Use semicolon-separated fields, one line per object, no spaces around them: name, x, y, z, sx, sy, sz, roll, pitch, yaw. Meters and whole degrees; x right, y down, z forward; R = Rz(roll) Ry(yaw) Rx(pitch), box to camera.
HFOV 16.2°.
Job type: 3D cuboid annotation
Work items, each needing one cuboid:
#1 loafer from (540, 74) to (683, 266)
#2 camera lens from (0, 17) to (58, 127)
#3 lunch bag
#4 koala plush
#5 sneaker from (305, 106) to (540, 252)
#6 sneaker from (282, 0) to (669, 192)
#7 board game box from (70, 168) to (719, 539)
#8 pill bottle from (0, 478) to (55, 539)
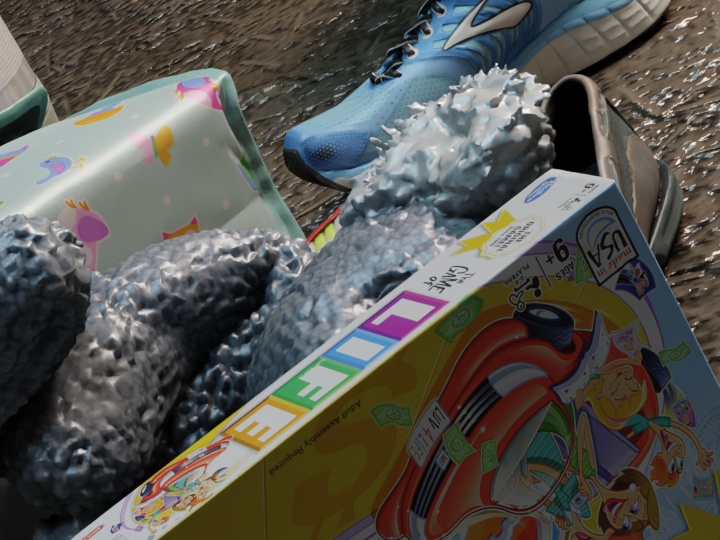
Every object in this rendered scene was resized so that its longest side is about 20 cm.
loafer;0.068;-0.001;0.884;0.072;0.063;0.200;-21;23;22
camera lens;-0.258;-0.094;1.328;0.159;0.201;0.160;-26;21;11
lunch bag;-0.149;0.002;1.074;0.199;0.123;0.170;-5;24;47
koala plush;-0.007;0.037;0.760;0.199;0.178;0.184;-25;-3;20
sneaker;0.000;0.000;0.961;0.200;0.077;0.085;-41;18;-27
sneaker;0.041;-0.109;1.125;0.200;0.090;0.078;-37;22;-16
board game box;0.015;0.085;0.661;0.200;0.135;0.034;-38;23;-18
pill bottle;-0.170;0.051;0.913;0.199;0.112;0.111;15;45;35
